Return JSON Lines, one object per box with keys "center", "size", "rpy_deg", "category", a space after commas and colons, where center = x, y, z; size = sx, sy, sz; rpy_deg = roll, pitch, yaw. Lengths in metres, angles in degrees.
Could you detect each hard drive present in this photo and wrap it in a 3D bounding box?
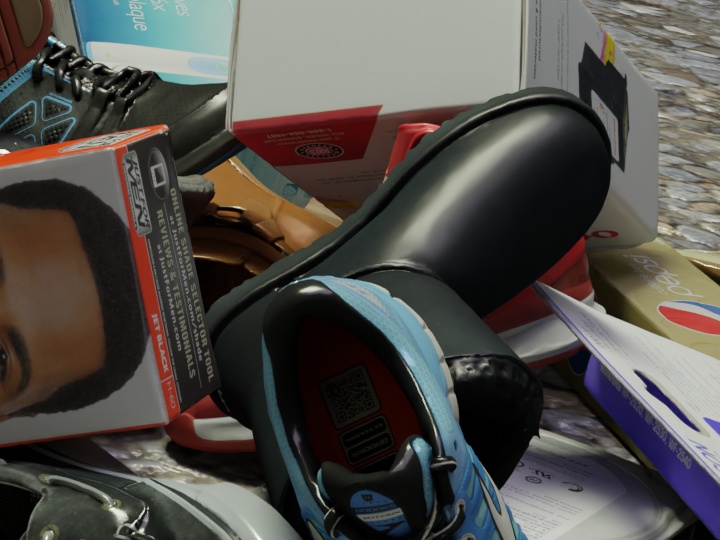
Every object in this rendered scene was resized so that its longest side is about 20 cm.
{"center": [0.045, 0.105, 0.937], "size": [0.139, 0.038, 0.200], "rpy_deg": [19, 19, 25], "category": "hard drive"}

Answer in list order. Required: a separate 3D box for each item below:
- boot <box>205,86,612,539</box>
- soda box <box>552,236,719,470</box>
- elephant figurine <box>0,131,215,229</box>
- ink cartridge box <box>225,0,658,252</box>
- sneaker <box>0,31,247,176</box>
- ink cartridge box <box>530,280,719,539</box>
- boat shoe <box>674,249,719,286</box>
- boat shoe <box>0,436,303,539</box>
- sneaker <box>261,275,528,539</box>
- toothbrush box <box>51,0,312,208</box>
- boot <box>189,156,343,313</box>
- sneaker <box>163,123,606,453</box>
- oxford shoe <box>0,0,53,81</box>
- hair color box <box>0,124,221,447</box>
{"center": [0.038, 0.020, 0.900], "size": [0.199, 0.077, 0.168], "rpy_deg": [-33, 26, -6], "category": "boot"}
{"center": [0.149, 0.041, 1.165], "size": [0.067, 0.065, 0.200], "rpy_deg": [5, 18, -18], "category": "soda box"}
{"center": [-0.127, -0.002, 1.047], "size": [0.156, 0.142, 0.200], "rpy_deg": [53, 19, 24], "category": "elephant figurine"}
{"center": [0.045, -0.075, 1.132], "size": [0.145, 0.084, 0.200], "rpy_deg": [-5, -19, 23], "category": "ink cartridge box"}
{"center": [-0.138, -0.073, 1.144], "size": [0.198, 0.083, 0.073], "rpy_deg": [-7, 16, 26], "category": "sneaker"}
{"center": [0.170, 0.088, 0.958], "size": [0.199, 0.044, 0.198], "rpy_deg": [23, 14, -27], "category": "ink cartridge box"}
{"center": [0.228, 0.027, 1.254], "size": [0.199, 0.073, 0.065], "rpy_deg": [15, 17, 33], "category": "boat shoe"}
{"center": [-0.088, 0.106, 0.819], "size": [0.071, 0.073, 0.199], "rpy_deg": [-13, 17, -37], "category": "boat shoe"}
{"center": [0.014, 0.090, 0.753], "size": [0.201, 0.078, 0.090], "rpy_deg": [61, 5, 17], "category": "sneaker"}
{"center": [-0.077, -0.101, 1.385], "size": [0.198, 0.086, 0.147], "rpy_deg": [6, 36, -19], "category": "toothbrush box"}
{"center": [-0.090, -0.015, 1.183], "size": [0.198, 0.074, 0.155], "rpy_deg": [13, 18, 9], "category": "boot"}
{"center": [0.000, 0.000, 1.027], "size": [0.198, 0.116, 0.078], "rpy_deg": [-17, 11, -13], "category": "sneaker"}
{"center": [-0.223, -0.090, 0.970], "size": [0.198, 0.071, 0.074], "rpy_deg": [-13, 14, -4], "category": "oxford shoe"}
{"center": [-0.160, 0.014, 0.873], "size": [0.198, 0.102, 0.061], "rpy_deg": [-10, 7, 17], "category": "hair color box"}
